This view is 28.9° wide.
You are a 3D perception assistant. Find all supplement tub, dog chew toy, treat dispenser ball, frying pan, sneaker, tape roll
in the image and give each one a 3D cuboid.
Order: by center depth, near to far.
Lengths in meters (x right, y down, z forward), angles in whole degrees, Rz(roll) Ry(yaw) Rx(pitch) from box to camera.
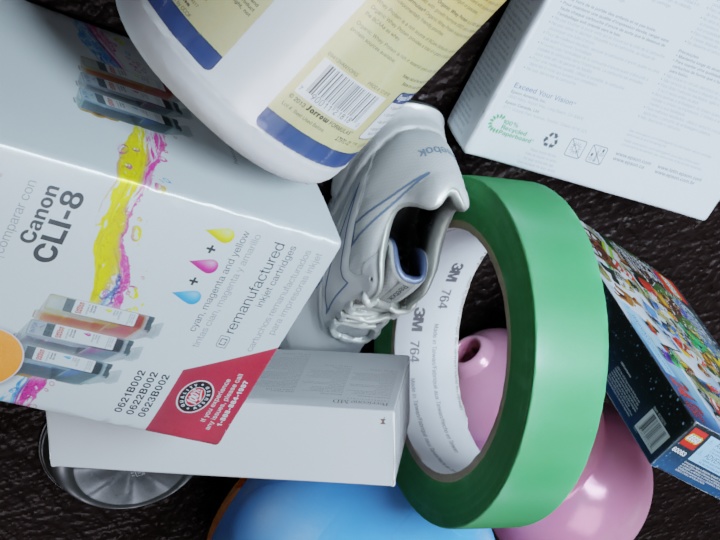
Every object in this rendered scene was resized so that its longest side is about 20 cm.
[{"bbox_3d":[-0.002,-0.156,0.648,0.200,0.145,0.144,-44,131,17],"label":"supplement tub"},{"bbox_3d":[0.069,0.047,0.812,0.048,0.201,0.202,3,128,-24],"label":"tape roll"},{"bbox_3d":[0.000,0.000,0.822,0.074,0.087,0.201,5,128,-28],"label":"sneaker"},{"bbox_3d":[-0.007,0.205,0.915,0.198,0.202,0.202,-11,132,-13],"label":"treat dispenser ball"},{"bbox_3d":[-0.115,0.116,0.916,0.188,0.031,0.116,2,128,-19],"label":"frying pan"},{"bbox_3d":[0.118,0.116,0.952,0.124,0.125,0.200,-34,125,8],"label":"dog chew toy"}]

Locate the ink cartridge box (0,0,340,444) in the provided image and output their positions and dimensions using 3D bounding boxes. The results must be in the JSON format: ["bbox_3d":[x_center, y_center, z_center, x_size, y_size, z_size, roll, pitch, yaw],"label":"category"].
[{"bbox_3d":[-0.141,-0.027,0.701,0.198,0.145,0.146,16,122,-31],"label":"ink cartridge box"}]

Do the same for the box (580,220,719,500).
[{"bbox_3d":[0.188,0.057,0.868,0.136,0.201,0.038,27,115,-37],"label":"box"}]

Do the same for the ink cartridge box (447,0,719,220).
[{"bbox_3d":[0.176,-0.136,0.810,0.198,0.041,0.201,13,122,-30],"label":"ink cartridge box"}]

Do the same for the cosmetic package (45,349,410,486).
[{"bbox_3d":[-0.073,0.082,0.807,0.197,0.083,0.051,2,107,8],"label":"cosmetic package"}]
